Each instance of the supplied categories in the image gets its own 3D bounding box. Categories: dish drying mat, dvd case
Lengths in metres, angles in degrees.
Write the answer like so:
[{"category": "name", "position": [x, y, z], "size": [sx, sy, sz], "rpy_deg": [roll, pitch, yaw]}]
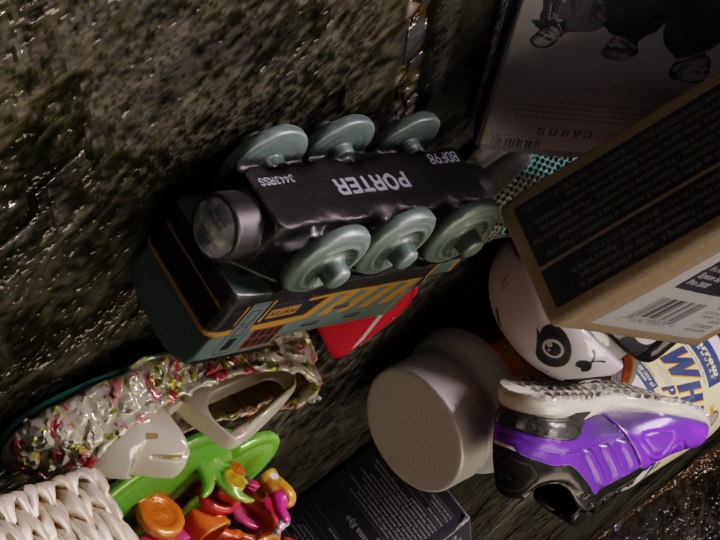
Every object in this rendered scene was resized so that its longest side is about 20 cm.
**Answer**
[{"category": "dish drying mat", "position": [0.000, 0.000, 0.963], "size": [0.077, 0.018, 0.200], "rpy_deg": [-36, 162, -7]}, {"category": "dvd case", "position": [0.146, -0.115, 0.826], "size": [0.150, 0.025, 0.200], "rpy_deg": [5, 154, -4]}]

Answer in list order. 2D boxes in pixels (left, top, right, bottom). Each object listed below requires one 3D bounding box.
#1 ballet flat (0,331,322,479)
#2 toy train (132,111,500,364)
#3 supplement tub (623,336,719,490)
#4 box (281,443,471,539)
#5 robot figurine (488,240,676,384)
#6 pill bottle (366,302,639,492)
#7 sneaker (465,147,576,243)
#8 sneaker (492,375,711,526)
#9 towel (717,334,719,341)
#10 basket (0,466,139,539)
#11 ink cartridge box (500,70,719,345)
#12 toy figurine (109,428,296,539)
[{"category": "ballet flat", "position": [-0.097, 0.074, 0.878], "size": [0.200, 0.064, 0.076], "rpy_deg": [-25, 157, -37]}, {"category": "toy train", "position": [-0.018, -0.016, 0.793], "size": [0.200, 0.085, 0.114], "rpy_deg": [-12, 153, -50]}, {"category": "supplement tub", "position": [0.265, 0.117, 1.549], "size": [0.200, 0.145, 0.145], "rpy_deg": [-21, 154, -45]}, {"category": "box", "position": [-0.004, 0.251, 1.405], "size": [0.182, 0.104, 0.200], "rpy_deg": [-37, 161, -10]}, {"category": "robot figurine", "position": [0.181, -0.012, 1.112], "size": [0.200, 0.150, 0.125], "rpy_deg": [-43, 174, 9]}, {"category": "pill bottle", "position": [0.107, 0.082, 1.210], "size": [0.200, 0.114, 0.114], "rpy_deg": [-25, 157, -39]}, {"category": "sneaker", "position": [0.128, -0.050, 0.977], "size": [0.200, 0.091, 0.078], "rpy_deg": [-31, 159, -23]}, {"category": "sneaker", "position": [0.166, 0.131, 1.153], "size": [0.200, 0.069, 0.100], "rpy_deg": [7, 95, -37]}, {"category": "towel", "position": [0.293, -0.034, 1.180], "size": [0.085, 0.200, 0.166], "rpy_deg": [-17, 153, -19]}, {"category": "basket", "position": [-0.190, 0.227, 0.803], "size": [0.200, 0.199, 0.161], "rpy_deg": [-37, 171, 36]}, {"category": "ink cartridge box", "position": [0.194, -0.032, 0.847], "size": [0.164, 0.075, 0.200], "rpy_deg": [-31, 159, 28]}, {"category": "toy figurine", "position": [-0.073, 0.215, 1.060], "size": [0.200, 0.184, 0.150], "rpy_deg": [-15, 150, -53]}]
